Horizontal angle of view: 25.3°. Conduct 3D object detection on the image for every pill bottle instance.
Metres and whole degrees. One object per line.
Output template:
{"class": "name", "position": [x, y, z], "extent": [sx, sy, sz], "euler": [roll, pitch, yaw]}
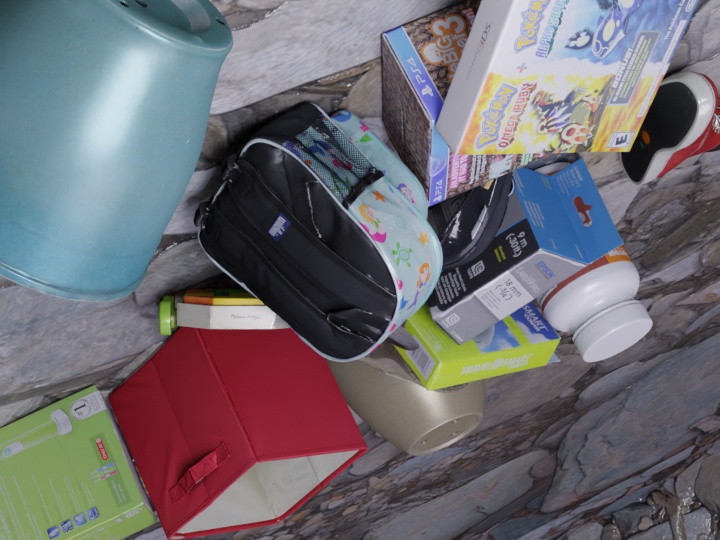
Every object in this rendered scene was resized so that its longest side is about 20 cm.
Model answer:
{"class": "pill bottle", "position": [0.232, -0.008, 1.741], "extent": [0.112, 0.201, 0.112], "euler": [-23, 158, -10]}

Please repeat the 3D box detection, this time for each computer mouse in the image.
{"class": "computer mouse", "position": [0.128, -0.069, 1.560], "extent": [0.201, 0.046, 0.140], "euler": [-55, 175, 9]}

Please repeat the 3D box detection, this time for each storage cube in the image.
{"class": "storage cube", "position": [-0.133, 0.165, 1.734], "extent": [0.199, 0.181, 0.171], "euler": [-1, 146, -49]}

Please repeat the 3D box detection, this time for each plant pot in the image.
{"class": "plant pot", "position": [-0.188, -0.116, 1.078], "extent": [0.199, 0.200, 0.188], "euler": [4, 127, -52]}

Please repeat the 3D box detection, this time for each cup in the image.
{"class": "cup", "position": [0.074, 0.139, 1.957], "extent": [0.199, 0.144, 0.201], "euler": [-23, 157, -10]}

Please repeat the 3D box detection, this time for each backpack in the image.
{"class": "backpack", "position": [-0.025, -0.028, 1.417], "extent": [0.150, 0.200, 0.178], "euler": [-34, 166, -43]}

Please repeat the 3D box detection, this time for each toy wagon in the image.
{"class": "toy wagon", "position": [-0.119, 0.039, 1.589], "extent": [0.154, 0.040, 0.200], "euler": [1, -176, -5]}

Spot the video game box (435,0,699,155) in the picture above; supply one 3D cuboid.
{"class": "video game box", "position": [0.172, -0.184, 1.287], "extent": [0.181, 0.047, 0.201], "euler": [-2, 131, -27]}

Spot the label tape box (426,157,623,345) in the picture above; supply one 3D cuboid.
{"class": "label tape box", "position": [0.152, -0.036, 1.655], "extent": [0.199, 0.145, 0.063], "euler": [-34, 132, 15]}

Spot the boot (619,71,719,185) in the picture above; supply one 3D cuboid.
{"class": "boot", "position": [0.372, -0.171, 1.723], "extent": [0.143, 0.073, 0.200], "euler": [-21, 165, -16]}

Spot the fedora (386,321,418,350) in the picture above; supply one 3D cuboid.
{"class": "fedora", "position": [0.000, 0.000, 1.602], "extent": [0.091, 0.176, 0.200], "euler": [-58, 156, -2]}

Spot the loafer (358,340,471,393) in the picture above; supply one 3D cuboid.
{"class": "loafer", "position": [0.044, 0.084, 1.844], "extent": [0.199, 0.068, 0.076], "euler": [22, 90, -23]}

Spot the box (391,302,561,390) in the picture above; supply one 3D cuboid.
{"class": "box", "position": [0.121, 0.058, 1.727], "extent": [0.199, 0.122, 0.048], "euler": [-8, 138, -38]}

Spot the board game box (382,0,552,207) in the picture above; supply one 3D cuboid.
{"class": "board game box", "position": [0.127, -0.166, 1.418], "extent": [0.199, 0.097, 0.160], "euler": [-23, 157, -10]}

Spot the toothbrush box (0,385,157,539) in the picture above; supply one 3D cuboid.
{"class": "toothbrush box", "position": [-0.337, 0.236, 1.704], "extent": [0.199, 0.146, 0.086], "euler": [-25, 158, -8]}

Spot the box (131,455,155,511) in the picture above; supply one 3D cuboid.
{"class": "box", "position": [-0.241, 0.226, 1.917], "extent": [0.158, 0.049, 0.200], "euler": [-28, 158, 4]}
